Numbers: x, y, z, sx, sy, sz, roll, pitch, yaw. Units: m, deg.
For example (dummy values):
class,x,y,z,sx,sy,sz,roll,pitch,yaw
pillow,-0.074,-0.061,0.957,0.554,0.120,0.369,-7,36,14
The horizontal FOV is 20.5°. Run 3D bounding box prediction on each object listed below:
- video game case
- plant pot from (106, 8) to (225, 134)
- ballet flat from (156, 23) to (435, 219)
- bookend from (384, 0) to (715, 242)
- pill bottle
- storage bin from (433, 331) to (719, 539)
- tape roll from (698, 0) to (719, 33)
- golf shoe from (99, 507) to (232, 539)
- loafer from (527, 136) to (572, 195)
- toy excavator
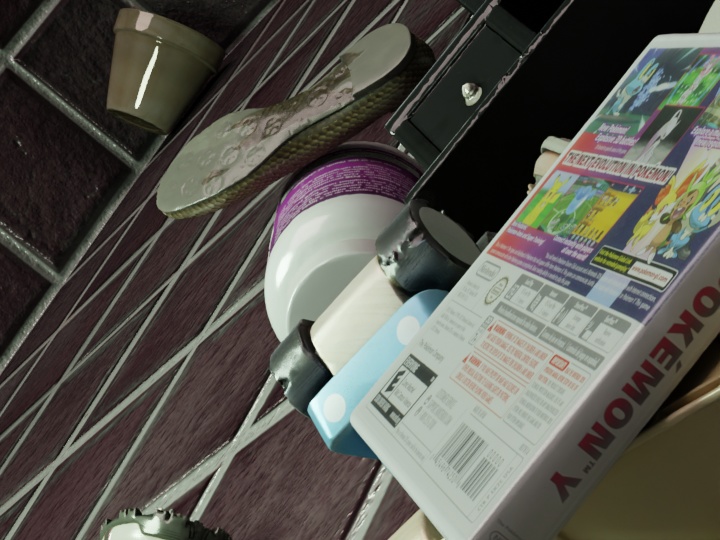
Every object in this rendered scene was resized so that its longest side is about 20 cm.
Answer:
class,x,y,z,sx,sy,sz,roll,pitch,yaw
video game case,0.074,0.001,0.628,0.182,0.023,0.200,-51,10,-1
plant pot,-0.362,-0.340,3.496,0.174,0.199,0.200,-68,14,-7
ballet flat,-0.038,-0.082,1.211,0.200,0.046,0.068,-31,45,19
bookend,0.085,-0.130,1.129,0.199,0.092,0.200,-50,32,8
pill bottle,0.000,0.000,1.162,0.112,0.112,0.200,-48,11,13
storage bin,0.138,0.015,0.625,0.198,0.094,0.200,-38,17,46
tape roll,0.234,-0.151,0.924,0.203,0.037,0.203,-47,12,13
golf shoe,-0.139,0.205,1.204,0.200,0.077,0.088,-41,34,49
loafer,0.111,-0.017,0.905,0.063,0.072,0.200,-58,14,0
toy excavator,0.043,0.073,0.819,0.100,0.200,0.194,-47,-32,20
